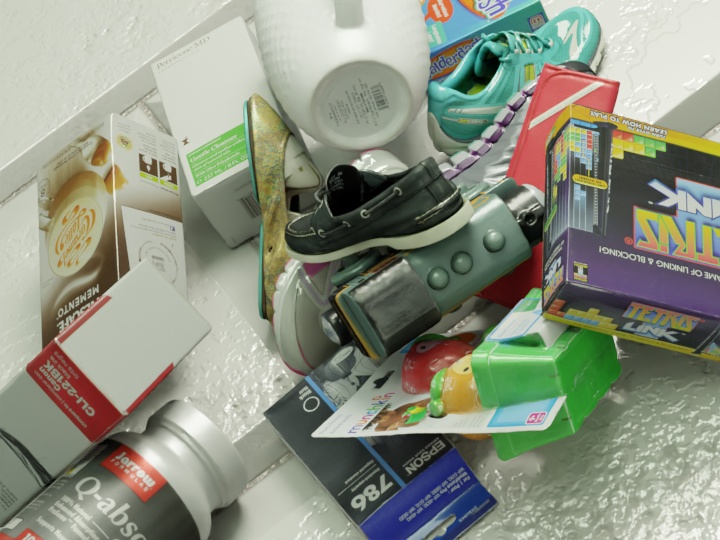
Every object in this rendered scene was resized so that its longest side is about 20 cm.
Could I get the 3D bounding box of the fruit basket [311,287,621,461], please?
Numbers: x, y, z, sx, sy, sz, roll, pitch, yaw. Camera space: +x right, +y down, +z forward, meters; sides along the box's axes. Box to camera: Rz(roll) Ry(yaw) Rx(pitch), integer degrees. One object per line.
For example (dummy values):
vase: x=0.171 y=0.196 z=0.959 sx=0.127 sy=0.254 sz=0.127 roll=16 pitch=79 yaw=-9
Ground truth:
fruit basket: x=0.085 y=0.074 z=1.355 sx=0.199 sy=0.094 sz=0.185 roll=0 pitch=23 yaw=31

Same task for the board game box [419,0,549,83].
board game box: x=0.065 y=-0.242 z=1.695 sx=0.199 sy=0.045 sz=0.152 roll=-25 pitch=46 yaw=6

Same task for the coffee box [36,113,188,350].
coffee box: x=-0.220 y=-0.020 z=1.586 sx=0.114 sy=0.080 sz=0.201 roll=-31 pitch=53 yaw=35

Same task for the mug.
mug: x=-0.014 y=-0.207 z=1.522 sx=0.147 sy=0.201 sz=0.176 roll=-9 pitch=37 yaw=-4

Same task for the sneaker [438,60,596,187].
sneaker: x=0.138 y=-0.086 z=1.520 sx=0.200 sy=0.074 sz=0.088 roll=-43 pitch=55 yaw=5

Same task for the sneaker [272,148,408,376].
sneaker: x=0.000 y=0.000 z=1.477 sx=0.088 sy=0.081 sz=0.201 roll=27 pitch=89 yaw=44

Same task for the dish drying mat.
dish drying mat: x=0.149 y=-0.066 z=1.457 sx=0.077 sy=0.018 sz=0.201 roll=19 pitch=91 yaw=31

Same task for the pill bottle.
pill bottle: x=-0.190 y=0.199 z=1.399 sx=0.116 sy=0.116 sz=0.200 roll=23 pitch=54 yaw=39

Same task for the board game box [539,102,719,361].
board game box: x=0.236 y=-0.024 z=1.332 sx=0.199 sy=0.057 sz=0.166 roll=13 pitch=54 yaw=-12

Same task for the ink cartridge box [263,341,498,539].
ink cartridge box: x=0.013 y=0.145 z=1.406 sx=0.099 sy=0.039 sz=0.200 roll=-39 pitch=46 yaw=-8

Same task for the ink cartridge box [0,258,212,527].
ink cartridge box: x=-0.233 y=0.100 z=1.448 sx=0.200 sy=0.084 sz=0.144 roll=-41 pitch=4 yaw=36

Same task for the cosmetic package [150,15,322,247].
cosmetic package: x=-0.116 y=-0.131 z=1.671 sx=0.107 sy=0.085 sz=0.200 roll=-29 pitch=47 yaw=5

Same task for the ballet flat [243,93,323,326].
ballet flat: x=-0.060 y=-0.053 z=1.537 sx=0.070 sy=0.071 sz=0.201 roll=-4 pitch=91 yaw=25

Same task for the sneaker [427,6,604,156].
sneaker: x=0.137 y=-0.177 z=1.570 sx=0.200 sy=0.080 sz=0.077 roll=-38 pitch=43 yaw=-23

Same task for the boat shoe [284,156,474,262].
boat shoe: x=0.000 y=-0.052 z=1.383 sx=0.074 sy=0.066 sz=0.199 roll=-40 pitch=21 yaw=-30

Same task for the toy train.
toy train: x=0.062 y=-0.003 z=1.389 sx=0.199 sy=0.085 sz=0.114 roll=-32 pitch=9 yaw=-10
